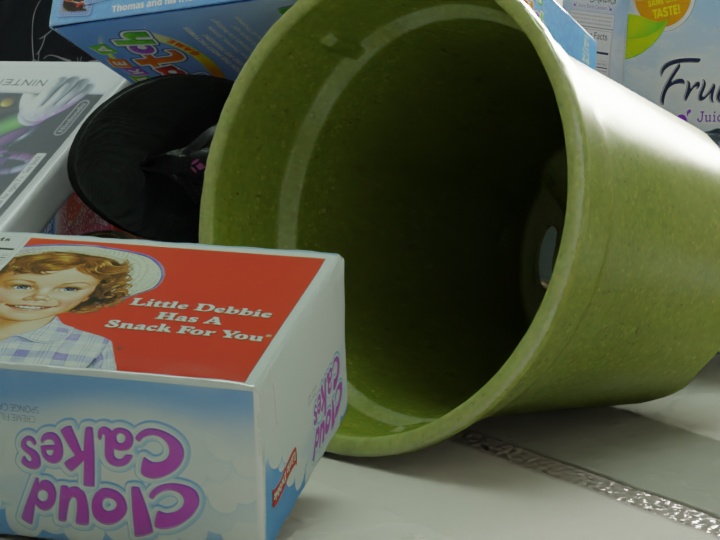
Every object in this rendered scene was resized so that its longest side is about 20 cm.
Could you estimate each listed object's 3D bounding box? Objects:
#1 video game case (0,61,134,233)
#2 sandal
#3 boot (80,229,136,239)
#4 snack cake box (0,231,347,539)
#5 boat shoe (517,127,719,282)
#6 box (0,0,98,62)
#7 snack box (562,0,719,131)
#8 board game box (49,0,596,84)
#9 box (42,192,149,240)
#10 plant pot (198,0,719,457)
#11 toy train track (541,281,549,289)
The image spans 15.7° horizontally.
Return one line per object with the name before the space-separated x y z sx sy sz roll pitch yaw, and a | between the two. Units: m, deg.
video game case | -0.218 -0.032 1.214 0.181 0.023 0.200 3 43 34
sandal | -0.029 -0.043 1.150 0.200 0.076 0.048 8 -3 -24
boot | -0.137 0.022 1.091 0.097 0.075 0.200 2 10 -25
snack cake box | -0.114 0.038 0.923 0.199 0.067 0.115 4 22 14
boat shoe | 0.131 -0.035 1.251 0.200 0.071 0.091 15 28 -2
box | -0.133 -0.095 1.462 0.148 0.201 0.107 6 9 21
snack box | 0.186 -0.070 1.379 0.168 0.201 0.068 -3 9 -30
board game box | -0.015 -0.106 1.168 0.199 0.037 0.151 -6 -21 27
box | -0.116 -0.018 1.298 0.099 0.096 0.200 -2 10 -26
plant pot | 0.065 -0.016 1.098 0.200 0.201 0.184 10 -1 41
toy train track | 0.081 -0.044 1.299 0.032 0.200 0.115 -33 -44 26
